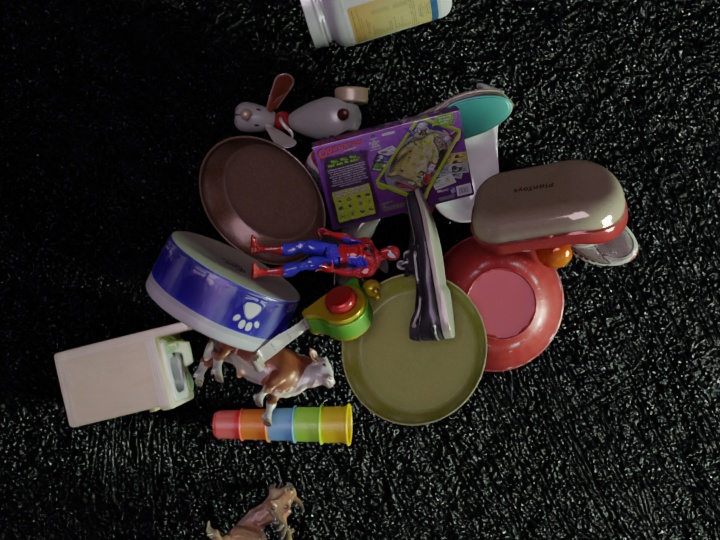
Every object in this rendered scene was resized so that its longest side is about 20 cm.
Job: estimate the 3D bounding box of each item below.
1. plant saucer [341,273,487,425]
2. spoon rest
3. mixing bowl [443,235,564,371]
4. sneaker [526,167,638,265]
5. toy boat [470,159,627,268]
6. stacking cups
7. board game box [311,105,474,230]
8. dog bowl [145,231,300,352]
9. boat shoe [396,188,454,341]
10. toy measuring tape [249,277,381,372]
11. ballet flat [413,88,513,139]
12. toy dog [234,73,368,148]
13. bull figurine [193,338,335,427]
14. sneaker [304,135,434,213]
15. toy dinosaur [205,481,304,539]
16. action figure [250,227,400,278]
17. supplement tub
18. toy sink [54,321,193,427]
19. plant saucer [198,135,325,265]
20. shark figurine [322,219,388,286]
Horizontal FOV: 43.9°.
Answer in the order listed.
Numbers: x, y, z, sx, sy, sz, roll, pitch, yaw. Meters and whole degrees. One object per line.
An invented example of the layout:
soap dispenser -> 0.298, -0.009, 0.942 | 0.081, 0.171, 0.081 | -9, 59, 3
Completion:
plant saucer -> 0.073, 0.105, 1.188 | 0.198, 0.031, 0.202 | -4, 76, 17
spoon rest -> 0.160, -0.167, 1.261 | 0.098, 0.061, 0.202 | 16, 90, -7
mixing bowl -> 0.190, 0.044, 1.239 | 0.198, 0.108, 0.202 | 0, 89, 5
sneaker -> 0.297, -0.072, 1.244 | 0.199, 0.082, 0.078 | 33, 92, 3
toy boat -> 0.250, -0.058, 1.173 | 0.198, 0.131, 0.131 | -8, 131, 21
stacking cups -> -0.112, 0.225, 1.287 | 0.198, 0.060, 0.061 | -3, 90, 8
board game box -> 0.044, -0.135, 1.186 | 0.198, 0.032, 0.121 | -14, 118, -1
dog bowl -> -0.185, 0.027, 1.212 | 0.199, 0.200, 0.079 | 29, 99, 3
boat shoe -> 0.075, -0.006, 1.159 | 0.062, 0.073, 0.202 | -13, 79, 14
toy measuring tape -> -0.048, 0.078, 1.162 | 0.199, 0.074, 0.074 | -36, 88, -15
ballet flat -> 0.107, -0.204, 1.214 | 0.198, 0.063, 0.068 | -22, 126, 3
toy dog -> -0.080, -0.214, 1.262 | 0.198, 0.096, 0.133 | -19, 88, 3
bull figurine -> -0.137, 0.142, 1.269 | 0.199, 0.065, 0.122 | 25, 49, 11
sneaker -> 0.016, -0.127, 1.263 | 0.198, 0.075, 0.081 | 20, 57, -16
toy dinosaur -> -0.152, 0.411, 1.275 | 0.134, 0.086, 0.202 | 4, 96, -3
action figure -> -0.045, -0.020, 1.183 | 0.198, 0.052, 0.066 | -1, 58, -11
supplement tub -> 0.015, -0.396, 1.232 | 0.198, 0.145, 0.146 | -16, 89, 3
toy sink -> -0.304, 0.143, 1.260 | 0.198, 0.130, 0.113 | -14, 89, 3
plant saucer -> -0.133, -0.103, 1.255 | 0.199, 0.037, 0.202 | 14, 127, 19
shark figurine -> -0.008, 0.019, 1.256 | 0.127, 0.090, 0.217 | -9, 106, 22
